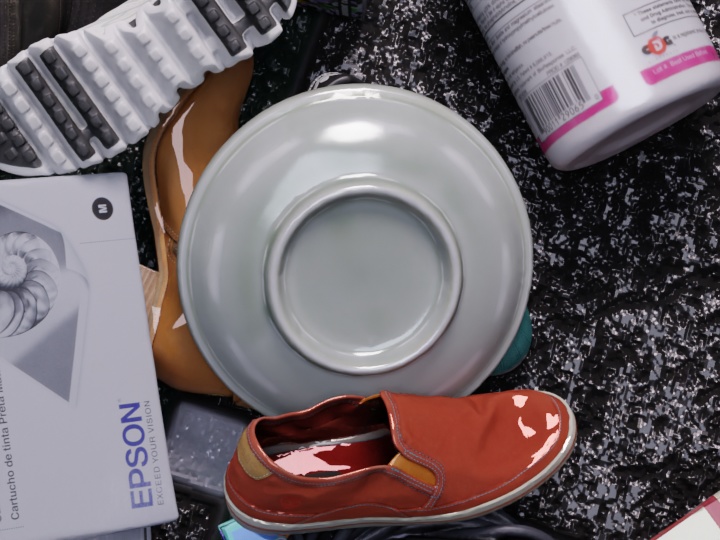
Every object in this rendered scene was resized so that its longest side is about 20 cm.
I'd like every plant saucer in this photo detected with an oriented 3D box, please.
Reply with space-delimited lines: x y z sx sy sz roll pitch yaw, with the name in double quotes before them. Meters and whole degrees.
"plant saucer" 0.000 0.000 1.346 0.199 0.050 0.201 -1 102 -7

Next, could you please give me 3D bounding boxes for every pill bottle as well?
"pill bottle" 0.115 -0.168 1.402 0.113 0.113 0.200 -26 83 -3

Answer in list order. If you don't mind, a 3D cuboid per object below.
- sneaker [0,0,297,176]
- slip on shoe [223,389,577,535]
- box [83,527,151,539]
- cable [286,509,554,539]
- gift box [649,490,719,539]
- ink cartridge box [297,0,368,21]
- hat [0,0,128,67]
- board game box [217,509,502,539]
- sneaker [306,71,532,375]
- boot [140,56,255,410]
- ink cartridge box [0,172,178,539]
"sneaker" -0.124 -0.116 1.354 0.200 0.081 0.075 -29 101 4
"slip on shoe" 0.025 0.096 1.331 0.199 0.061 0.074 -7 48 -14
"box" -0.178 0.169 1.365 0.116 0.060 0.201 2 80 -28
"cable" 0.045 0.187 1.314 0.163 0.051 0.200 -36 65 -26
"gift box" 0.258 0.186 1.318 0.200 0.185 0.187 -34 81 0
"ink cartridge box" -0.089 -0.202 1.411 0.199 0.109 0.051 12 76 3
"hat" -0.217 -0.151 1.374 0.200 0.081 0.201 0 118 -1
"board game box" 0.030 0.202 1.387 0.152 0.045 0.201 -25 83 -2
"sneaker" 0.028 -0.026 1.399 0.071 0.080 0.200 -36 84 -6
"boot" -0.060 -0.022 1.411 0.154 0.074 0.201 24 90 1
"ink cartridge box" -0.206 0.052 1.312 0.199 0.041 0.200 -7 85 -28
